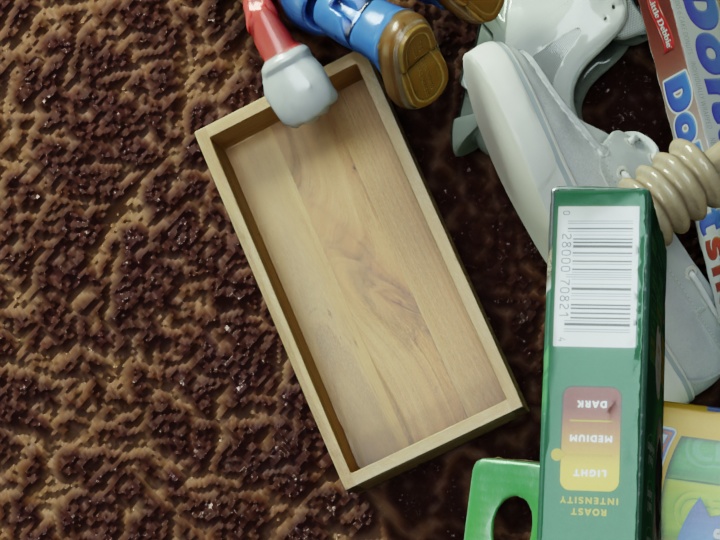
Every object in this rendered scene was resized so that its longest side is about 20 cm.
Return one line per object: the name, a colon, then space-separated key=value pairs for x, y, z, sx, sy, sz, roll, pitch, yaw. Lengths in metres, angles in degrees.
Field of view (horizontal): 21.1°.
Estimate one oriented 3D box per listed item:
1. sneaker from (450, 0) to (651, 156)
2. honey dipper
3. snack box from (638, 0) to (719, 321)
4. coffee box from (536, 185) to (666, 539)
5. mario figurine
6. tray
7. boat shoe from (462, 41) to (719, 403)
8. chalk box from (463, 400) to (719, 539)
sneaker: x=0.108 y=-0.149 z=0.967 sx=0.088 sy=0.074 sz=0.202 roll=11 pitch=93 yaw=14
honey dipper: x=0.197 y=-0.078 z=0.889 sx=0.199 sy=0.038 sz=0.038 roll=-37 pitch=75 yaw=-9
snack box: x=0.187 y=-0.048 z=0.933 sx=0.024 sy=0.071 sz=0.202 roll=-27 pitch=71 yaw=51
coffee box: x=0.098 y=0.076 z=0.779 sx=0.043 sy=0.123 sz=0.202 roll=1 pitch=81 yaw=12
mario figurine: x=-0.016 y=-0.146 z=0.977 sx=0.123 sy=0.107 sz=0.199 roll=-27 pitch=43 yaw=-36
tray: x=0.000 y=0.000 z=0.983 sx=0.098 sy=0.037 sz=0.202 roll=-25 pitch=77 yaw=7
boat shoe: x=0.120 y=-0.029 z=0.922 sx=0.068 sy=0.072 sz=0.201 roll=-32 pitch=95 yaw=-7
chalk box: x=0.143 y=0.127 z=0.884 sx=0.198 sy=0.124 sz=0.126 roll=5 pitch=81 yaw=13
